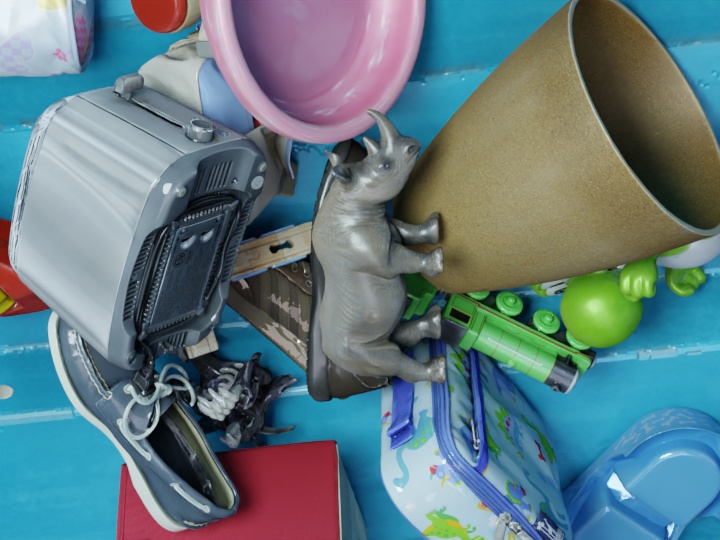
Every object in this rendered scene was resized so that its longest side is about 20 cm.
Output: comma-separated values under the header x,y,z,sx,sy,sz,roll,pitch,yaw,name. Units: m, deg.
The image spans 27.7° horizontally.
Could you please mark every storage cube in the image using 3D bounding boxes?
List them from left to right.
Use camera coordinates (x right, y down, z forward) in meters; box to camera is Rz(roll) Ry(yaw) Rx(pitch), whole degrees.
x,y,z,sx,sy,sz,roll,pitch,yaw,name
-0.089,0.257,1.176,0.180,0.200,0.171,-7,142,6,storage cube

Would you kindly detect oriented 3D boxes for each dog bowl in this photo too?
x,y,z,sx,sy,sz,roll,pitch,yaw,name
0.236,0.195,1.227,0.111,0.050,0.200,34,114,-15,dog bowl

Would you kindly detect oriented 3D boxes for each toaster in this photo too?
x,y,z,sx,sy,sz,roll,pitch,yaw,name
-0.155,-0.029,0.976,0.129,0.114,0.200,35,124,25,toaster

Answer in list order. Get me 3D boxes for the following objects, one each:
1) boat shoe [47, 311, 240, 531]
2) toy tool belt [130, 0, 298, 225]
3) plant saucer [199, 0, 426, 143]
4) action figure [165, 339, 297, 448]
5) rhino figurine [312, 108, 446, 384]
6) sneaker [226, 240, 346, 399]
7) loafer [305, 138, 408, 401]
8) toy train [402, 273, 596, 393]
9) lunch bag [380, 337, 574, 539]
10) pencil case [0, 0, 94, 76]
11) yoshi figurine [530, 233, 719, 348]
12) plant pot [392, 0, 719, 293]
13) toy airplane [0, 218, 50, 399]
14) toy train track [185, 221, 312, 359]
x,y,z,sx,sy,sz,roll,pitch,yaw,name
-0.157,0.105,1.069,0.062,0.075,0.200,-18,106,34,boat shoe
-0.096,-0.130,1.042,0.125,0.123,0.200,7,116,35,toy tool belt
-0.036,-0.186,0.973,0.051,0.200,0.201,8,127,42,plant saucer
-0.135,0.087,1.152,0.119,0.102,0.200,-27,115,32,action figure
0.012,-0.013,0.989,0.087,0.060,0.200,-4,115,-1,rhino figurine
-0.064,0.013,1.141,0.200,0.070,0.076,43,85,-16,sneaker
0.000,0.000,1.070,0.071,0.073,0.200,4,109,2,loafer
0.088,0.037,1.123,0.200,0.056,0.042,26,139,0,toy train
0.084,0.140,1.117,0.082,0.200,0.161,-37,110,19,lunch bag
-0.286,-0.181,1.021,0.200,0.083,0.091,1,141,0,pencil case
0.225,-0.004,1.090,0.200,0.112,0.112,-22,122,16,yoshi figurine
0.125,-0.067,1.031,0.200,0.186,0.186,-29,115,32,plant pot
-0.304,-0.003,1.053,0.141,0.200,0.199,-26,116,20,toy airplane
-0.094,-0.008,1.079,0.200,0.033,0.115,-19,82,-24,toy train track
